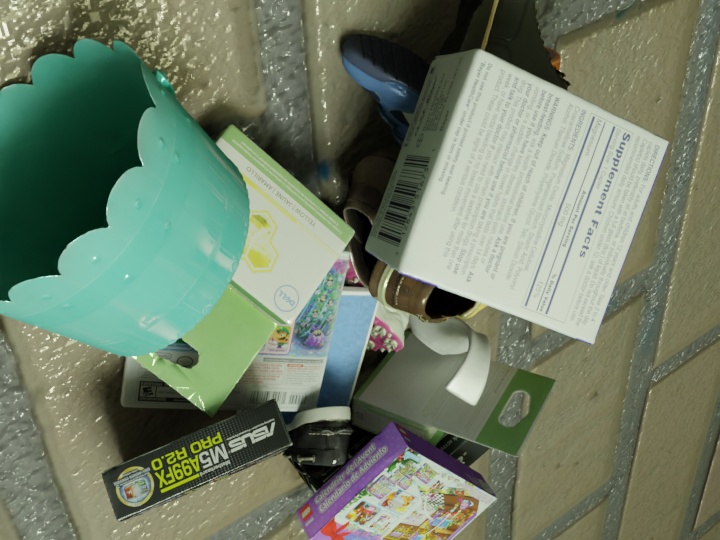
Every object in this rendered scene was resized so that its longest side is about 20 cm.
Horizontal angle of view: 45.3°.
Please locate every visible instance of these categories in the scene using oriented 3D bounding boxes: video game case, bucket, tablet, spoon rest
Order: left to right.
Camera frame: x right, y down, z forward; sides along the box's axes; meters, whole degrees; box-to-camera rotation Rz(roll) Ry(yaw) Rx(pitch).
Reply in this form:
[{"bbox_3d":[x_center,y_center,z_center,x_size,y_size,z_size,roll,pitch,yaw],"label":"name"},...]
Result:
[{"bbox_3d":[-0.187,-0.045,0.622,0.208,0.207,0.135,-51,140,-1],"label":"bucket"},{"bbox_3d":[-0.121,0.053,0.824,0.196,0.024,0.185,4,116,-19],"label":"video game case"},{"bbox_3d":[-0.059,0.094,0.911,0.127,0.014,0.203,1,129,-17],"label":"tablet"},{"bbox_3d":[0.103,0.075,0.962,0.098,0.200,0.061,33,102,-19],"label":"spoon rest"}]

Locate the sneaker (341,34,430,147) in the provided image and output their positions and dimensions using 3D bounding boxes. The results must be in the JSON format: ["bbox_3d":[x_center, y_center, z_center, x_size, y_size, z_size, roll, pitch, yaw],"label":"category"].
[{"bbox_3d":[0.055,-0.149,0.832,0.198,0.075,0.082,31,127,-23],"label":"sneaker"}]

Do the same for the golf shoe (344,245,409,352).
[{"bbox_3d":[0.000,0.000,0.924,0.092,0.074,0.201,-62,140,-30],"label":"golf shoe"}]

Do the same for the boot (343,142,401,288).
[{"bbox_3d":[0.042,-0.031,0.886,0.147,0.069,0.202,-56,129,-44],"label":"boot"}]

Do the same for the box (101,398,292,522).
[{"bbox_3d":[-0.149,0.180,0.813,0.158,0.045,0.200,-22,170,-14],"label":"box"}]

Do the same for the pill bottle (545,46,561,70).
[{"bbox_3d":[0.163,-0.139,0.934,0.105,0.106,0.204,-15,126,-33],"label":"pill bottle"}]

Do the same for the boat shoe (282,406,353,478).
[{"bbox_3d":[-0.049,0.192,0.930,0.072,0.062,0.200,1,161,-18],"label":"boat shoe"}]

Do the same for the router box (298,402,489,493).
[{"bbox_3d":[0.035,0.214,1.027,0.199,0.149,0.052,-36,136,-16],"label":"router box"}]

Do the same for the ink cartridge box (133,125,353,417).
[{"bbox_3d":[-0.118,0.002,0.737,0.145,0.048,0.202,39,73,-14],"label":"ink cartridge box"}]

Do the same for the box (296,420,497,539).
[{"bbox_3d":[0.043,0.244,0.899,0.137,0.039,0.199,-44,137,7],"label":"box"}]

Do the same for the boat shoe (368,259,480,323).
[{"bbox_3d":[0.088,0.025,0.862,0.201,0.074,0.076,-1,113,-56],"label":"boat shoe"}]

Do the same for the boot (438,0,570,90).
[{"bbox_3d":[0.161,-0.225,0.833,0.137,0.077,0.203,30,75,-16],"label":"boot"}]

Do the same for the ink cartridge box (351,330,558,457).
[{"bbox_3d":[0.107,0.150,0.981,0.145,0.197,0.049,-44,144,-48],"label":"ink cartridge box"}]

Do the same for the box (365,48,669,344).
[{"bbox_3d":[0.131,-0.063,0.742,0.197,0.105,0.187,20,93,-19],"label":"box"}]

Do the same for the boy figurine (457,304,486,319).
[{"bbox_3d":[0.177,-0.013,1.064,0.200,0.064,0.125,-45,138,-7],"label":"boy figurine"}]
